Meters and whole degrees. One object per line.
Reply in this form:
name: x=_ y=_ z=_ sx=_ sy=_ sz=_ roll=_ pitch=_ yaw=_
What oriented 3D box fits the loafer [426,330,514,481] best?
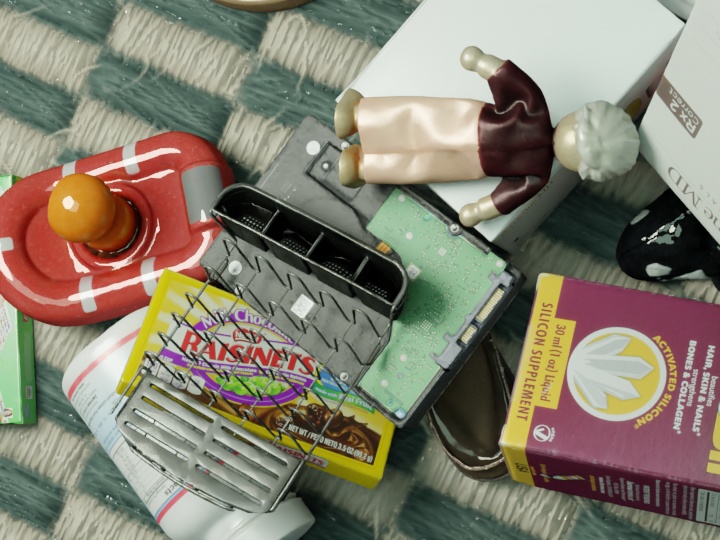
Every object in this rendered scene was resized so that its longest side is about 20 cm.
loafer: x=0.063 y=0.059 z=1.148 sx=0.073 sy=0.071 sz=0.200 roll=-22 pitch=81 yaw=12

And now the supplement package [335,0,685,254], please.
supplement package: x=0.113 y=-0.138 z=1.130 sx=0.156 sy=0.111 sz=0.200 roll=43 pitch=97 yaw=14

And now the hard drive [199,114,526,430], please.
hard drive: x=0.000 y=0.000 z=1.120 sx=0.200 sy=0.038 sz=0.140 roll=37 pitch=94 yaw=21

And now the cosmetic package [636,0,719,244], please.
cosmetic package: x=0.295 y=-0.105 z=0.949 sx=0.165 sy=0.200 sz=0.165 roll=-32 pitch=71 yaw=-17

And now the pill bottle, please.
pill bottle: x=-0.125 y=0.131 z=1.173 sx=0.109 sy=0.109 sz=0.200 roll=-40 pitch=78 yaw=8

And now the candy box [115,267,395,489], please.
candy box: x=-0.067 y=0.078 z=1.143 sx=0.200 sy=0.026 sz=0.102 roll=21 pitch=54 yaw=-7

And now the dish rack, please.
dish rack: x=-0.073 y=0.057 z=1.067 sx=0.153 sy=0.055 sz=0.200 roll=27 pitch=74 yaw=20

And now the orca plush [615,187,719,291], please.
orca plush: x=0.275 y=-0.039 z=1.100 sx=0.200 sy=0.071 sz=0.105 roll=-5 pitch=85 yaw=14

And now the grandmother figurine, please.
grandmother figurine: x=0.085 y=-0.090 z=1.040 sx=0.200 sy=0.061 sz=0.121 roll=4 pitch=123 yaw=19

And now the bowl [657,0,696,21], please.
bowl: x=0.226 y=-0.228 z=1.059 sx=0.201 sy=0.201 sz=0.090 roll=38 pitch=94 yaw=14

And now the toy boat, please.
toy boat: x=-0.196 y=-0.037 z=1.186 sx=0.200 sy=0.131 sz=0.131 roll=-16 pitch=73 yaw=12

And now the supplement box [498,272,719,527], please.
supplement box: x=0.208 y=0.093 z=1.077 sx=0.200 sy=0.103 sz=0.131 roll=10 pitch=70 yaw=15

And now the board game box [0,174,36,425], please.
board game box: x=-0.334 y=0.028 z=1.275 sx=0.134 sy=0.029 sz=0.200 roll=-5 pitch=84 yaw=13

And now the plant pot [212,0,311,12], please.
plant pot: x=-0.083 y=-0.306 z=1.203 sx=0.200 sy=0.093 sz=0.201 roll=-1 pitch=87 yaw=15
